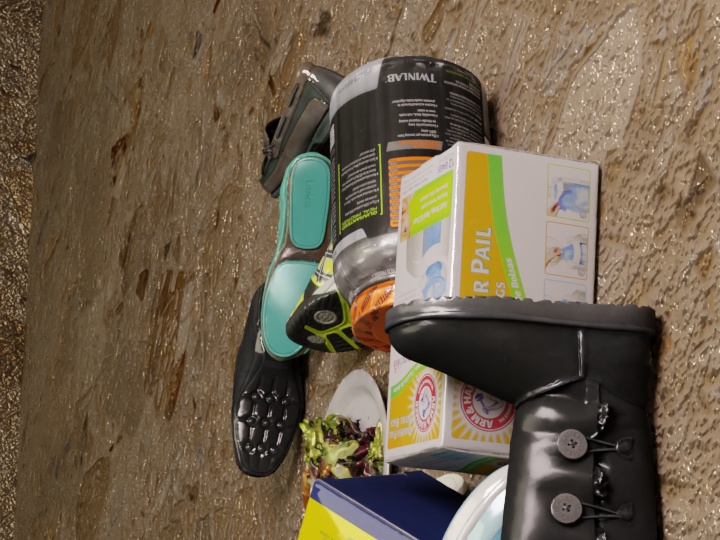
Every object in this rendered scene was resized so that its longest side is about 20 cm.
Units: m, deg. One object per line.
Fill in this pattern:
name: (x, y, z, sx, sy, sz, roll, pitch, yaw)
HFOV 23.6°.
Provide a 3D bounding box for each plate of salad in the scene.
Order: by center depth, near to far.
plate of salad: (-0.019, 0.183, 1.470, 0.200, 0.048, 0.200, -171, 90, -72)

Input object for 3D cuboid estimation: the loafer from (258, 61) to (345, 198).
loafer: (-0.062, -0.141, 1.679, 0.072, 0.063, 0.200, -58, 7, -34)

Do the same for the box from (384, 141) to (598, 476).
box: (0.085, 0.030, 1.133, 0.112, 0.101, 0.200, 153, 123, -69)

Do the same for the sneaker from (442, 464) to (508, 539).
sneaker: (0.100, 0.228, 1.055, 0.131, 0.079, 0.200, 31, 106, 45)

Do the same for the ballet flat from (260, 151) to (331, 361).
ballet flat: (-0.051, -0.012, 1.644, 0.070, 0.067, 0.200, 12, -94, -84)

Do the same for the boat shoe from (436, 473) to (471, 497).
boat shoe: (0.038, 0.210, 1.300, 0.062, 0.073, 0.200, 51, 143, 2)

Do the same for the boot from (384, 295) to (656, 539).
boot: (0.091, 0.119, 1.004, 0.066, 0.165, 0.200, 55, -144, -74)

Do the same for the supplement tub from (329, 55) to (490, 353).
supplement tub: (0.039, -0.047, 1.272, 0.123, 0.122, 0.200, 129, 145, -58)

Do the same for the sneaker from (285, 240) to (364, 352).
sneaker: (0.000, 0.000, 1.468, 0.200, 0.075, 0.076, -48, 29, 42)

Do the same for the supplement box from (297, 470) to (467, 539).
supplement box: (0.015, 0.249, 1.166, 0.109, 0.109, 0.200, 26, 105, 40)

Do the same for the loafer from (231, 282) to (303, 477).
loafer: (-0.091, 0.110, 1.691, 0.070, 0.068, 0.201, 118, 159, -64)
